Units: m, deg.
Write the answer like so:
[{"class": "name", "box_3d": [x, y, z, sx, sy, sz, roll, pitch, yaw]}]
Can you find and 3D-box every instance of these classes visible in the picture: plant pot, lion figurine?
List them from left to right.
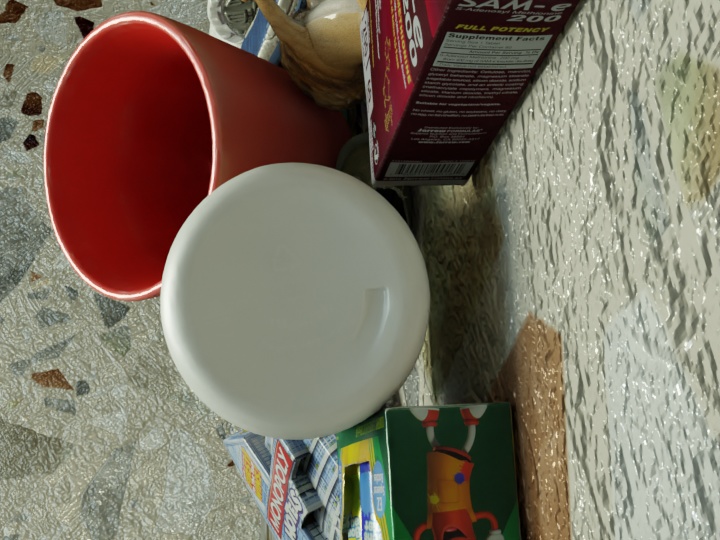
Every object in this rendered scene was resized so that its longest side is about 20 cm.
[{"class": "plant pot", "box_3d": [-0.111, -0.081, 0.778, 0.199, 0.177, 0.203, 3, 94, 38]}, {"class": "lion figurine", "box_3d": [-0.001, -0.167, 0.681, 0.073, 0.123, 0.199, -52, 25, -20]}]

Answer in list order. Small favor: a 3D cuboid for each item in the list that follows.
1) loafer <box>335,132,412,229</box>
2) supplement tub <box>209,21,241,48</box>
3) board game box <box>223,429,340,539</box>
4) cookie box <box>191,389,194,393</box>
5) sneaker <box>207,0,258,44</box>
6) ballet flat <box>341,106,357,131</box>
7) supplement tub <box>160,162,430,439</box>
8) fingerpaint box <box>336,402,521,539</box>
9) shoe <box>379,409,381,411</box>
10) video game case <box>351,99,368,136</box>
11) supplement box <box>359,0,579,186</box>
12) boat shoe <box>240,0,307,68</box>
[{"class": "loafer", "box_3d": [0.000, 0.000, 0.768, 0.070, 0.074, 0.202, -99, 12, -59]}, {"class": "supplement tub", "box_3d": [-0.085, -0.225, 1.015, 0.132, 0.130, 0.202, -134, 50, -76]}, {"class": "board game box", "box_3d": [-0.044, 0.179, 0.870, 0.200, 0.061, 0.201, 49, 149, 30]}, {"class": "cookie box", "box_3d": [-0.084, 0.036, 0.996, 0.200, 0.074, 0.173, 18, -114, -64]}, {"class": "sneaker", "box_3d": [-0.098, -0.288, 0.881, 0.201, 0.077, 0.100, 97, 166, -51]}, {"class": "ballet flat", "box_3d": [-0.065, -0.112, 0.901, 0.199, 0.072, 0.068, -28, 85, 37]}, {"class": "supplement tub", "box_3d": [-0.037, 0.025, 0.622, 0.200, 0.144, 0.147, 105, 163, -83]}, {"class": "fingerpaint box", "box_3d": [0.033, 0.171, 0.601, 0.200, 0.072, 0.169, 127, 142, -75]}, {"class": "shoe", "box_3d": [-0.023, 0.054, 0.909, 0.091, 0.071, 0.202, -127, 25, -70]}, {"class": "video game case", "box_3d": [0.002, -0.105, 0.867, 0.200, 0.023, 0.184, -114, 23, -58]}, {"class": "supplement box", "box_3d": [0.045, -0.130, 0.518, 0.200, 0.060, 0.110, 116, 152, -68]}, {"class": "boat shoe", "box_3d": [-0.059, -0.185, 0.879, 0.200, 0.072, 0.073, 127, 146, -55]}]
